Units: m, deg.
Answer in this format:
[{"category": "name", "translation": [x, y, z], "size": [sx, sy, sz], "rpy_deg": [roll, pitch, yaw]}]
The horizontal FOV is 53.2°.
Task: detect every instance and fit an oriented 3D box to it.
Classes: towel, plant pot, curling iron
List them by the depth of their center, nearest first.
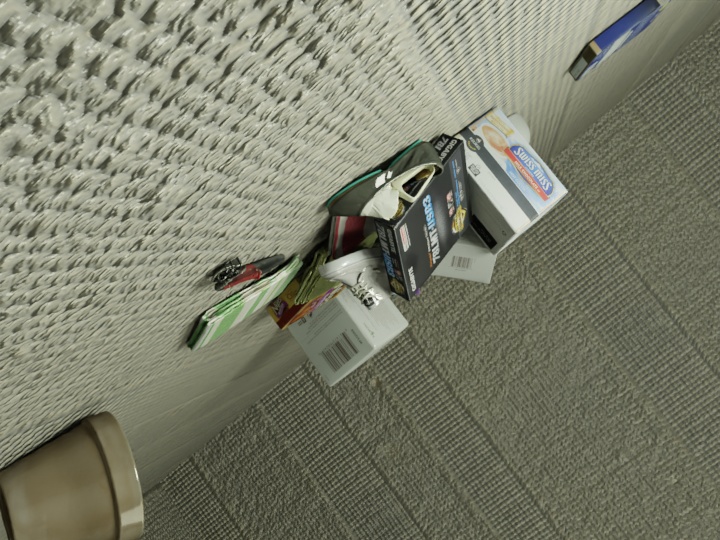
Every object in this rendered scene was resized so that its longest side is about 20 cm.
[{"category": "curling iron", "translation": [-0.145, -0.002, 0.990], "size": [0.049, 0.026, 0.200], "rpy_deg": [-37, 175, 18]}, {"category": "plant pot", "translation": [-0.441, 0.336, 1.079], "size": [0.172, 0.202, 0.200], "rpy_deg": [-14, 161, -34]}, {"category": "towel", "translation": [-0.189, 0.054, 1.171], "size": [0.199, 0.023, 0.153], "rpy_deg": [-36, 174, -33]}, {"category": "towel", "translation": [0.032, -0.105, 1.174], "size": [0.199, 0.023, 0.145], "rpy_deg": [-35, 161, -22]}, {"category": "towel", "translation": [-0.041, -0.020, 1.330], "size": [0.199, 0.036, 0.149], "rpy_deg": [-31, 159, -51]}]

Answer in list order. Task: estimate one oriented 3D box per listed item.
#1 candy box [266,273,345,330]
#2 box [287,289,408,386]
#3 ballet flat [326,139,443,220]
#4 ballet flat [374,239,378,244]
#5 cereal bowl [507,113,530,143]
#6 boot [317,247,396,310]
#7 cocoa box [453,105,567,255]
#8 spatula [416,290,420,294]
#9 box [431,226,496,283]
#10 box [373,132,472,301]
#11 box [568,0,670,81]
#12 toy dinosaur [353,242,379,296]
[{"category": "candy box", "translation": [-0.086, 0.034, 1.452], "size": [0.117, 0.057, 0.199], "rpy_deg": [-44, 173, 38]}, {"category": "box", "translation": [-0.033, 0.133, 1.781], "size": [0.199, 0.201, 0.171], "rpy_deg": [-43, 169, 37]}, {"category": "ballet flat", "translation": [0.045, -0.121, 1.040], "size": [0.199, 0.069, 0.068], "rpy_deg": [-36, 167, -21]}, {"category": "ballet flat", "translation": [0.061, -0.095, 1.469], "size": [0.198, 0.057, 0.066], "rpy_deg": [-33, -160, -9]}, {"category": "cereal bowl", "translation": [0.281, -0.234, 1.515], "size": [0.199, 0.084, 0.200], "rpy_deg": [-39, 174, -5]}, {"category": "boot", "translation": [0.007, 0.018, 1.197], "size": [0.073, 0.097, 0.199], "rpy_deg": [-20, 177, 31]}, {"category": "cocoa box", "translation": [0.240, -0.158, 1.280], "size": [0.131, 0.201, 0.134], "rpy_deg": [-36, 173, -16]}, {"category": "spatula", "translation": [0.094, -0.041, 1.454], "size": [0.021, 0.056, 0.203], "rpy_deg": [-48, 142, -58]}, {"category": "box", "translation": [0.206, -0.088, 1.421], "size": [0.098, 0.122, 0.202], "rpy_deg": [94, 6, -49]}, {"category": "box", "translation": [0.107, -0.083, 1.171], "size": [0.199, 0.049, 0.201], "rpy_deg": [-51, 149, -24]}, {"category": "box", "translation": [0.509, -0.463, 1.415], "size": [0.199, 0.033, 0.121], "rpy_deg": [-36, 174, -8]}, {"category": "toy dinosaur", "translation": [0.000, 0.000, 1.302], "size": [0.047, 0.090, 0.199], "rpy_deg": [0, -174, 29]}]
